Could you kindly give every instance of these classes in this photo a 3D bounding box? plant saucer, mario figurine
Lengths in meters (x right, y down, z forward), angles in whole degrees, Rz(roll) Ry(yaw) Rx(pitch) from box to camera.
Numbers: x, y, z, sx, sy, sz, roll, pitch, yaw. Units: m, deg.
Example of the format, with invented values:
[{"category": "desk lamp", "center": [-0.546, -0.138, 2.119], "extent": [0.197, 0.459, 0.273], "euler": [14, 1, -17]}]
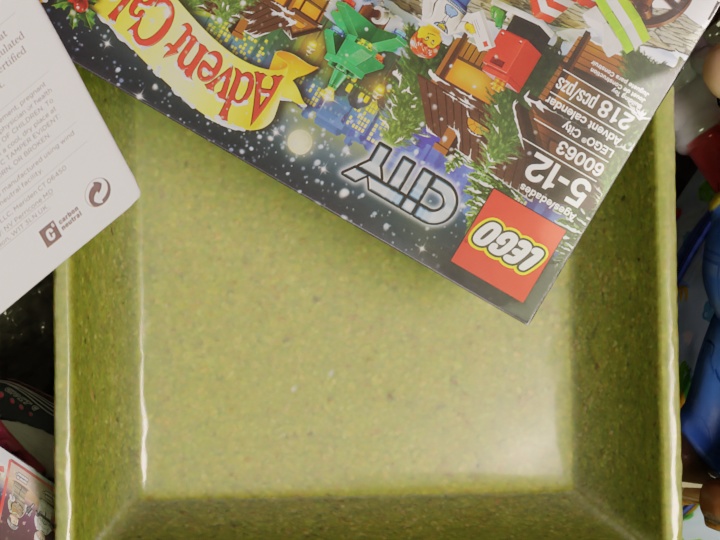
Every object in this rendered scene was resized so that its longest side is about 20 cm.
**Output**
[{"category": "plant saucer", "center": [0.000, 0.000, 0.853], "extent": [0.199, 0.048, 0.201], "euler": [0, 87, -8]}, {"category": "mario figurine", "center": [0.126, -0.019, 0.851], "extent": [0.106, 0.123, 0.200], "euler": [7, 98, -65]}]

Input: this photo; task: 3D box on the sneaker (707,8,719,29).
[{"category": "sneaker", "center": [0.100, -0.153, 0.861], "extent": [0.067, 0.090, 0.200], "euler": [-6, 151, -17]}]

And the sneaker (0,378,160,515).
[{"category": "sneaker", "center": [-0.047, 0.069, 0.922], "extent": [0.200, 0.081, 0.075], "euler": [16, 78, -30]}]

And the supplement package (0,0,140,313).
[{"category": "supplement package", "center": [-0.190, -0.069, 0.696], "extent": [0.152, 0.151, 0.200], "euler": [-41, 129, -19]}]

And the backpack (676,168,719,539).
[{"category": "backpack", "center": [0.169, 0.032, 0.972], "extent": [0.163, 0.154, 0.200], "euler": [16, 97, -25]}]

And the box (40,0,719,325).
[{"category": "box", "center": [0.000, -0.093, 0.800], "extent": [0.200, 0.038, 0.137], "euler": [30, 96, -5]}]

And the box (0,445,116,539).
[{"category": "box", "center": [-0.126, 0.123, 0.884], "extent": [0.137, 0.040, 0.200], "euler": [-21, 135, 32]}]
